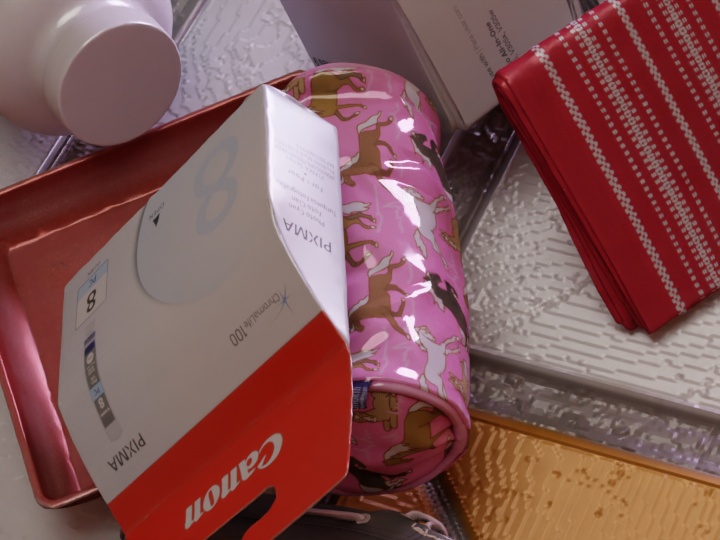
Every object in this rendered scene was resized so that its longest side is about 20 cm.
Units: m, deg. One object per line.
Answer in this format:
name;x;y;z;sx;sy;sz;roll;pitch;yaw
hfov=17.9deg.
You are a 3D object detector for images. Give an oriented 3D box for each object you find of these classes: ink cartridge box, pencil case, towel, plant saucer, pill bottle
ink cartridge box;0.072;-0.167;1.152;0.200;0.084;0.146;-39;26;-16
pencil case;0.000;0.000;1.032;0.083;0.086;0.201;-31;44;31
towel;0.172;-0.080;1.074;0.199;0.145;0.022;-33;11;-12
plant saucer;-0.082;0.012;1.116;0.199;0.037;0.200;-23;51;-2
ink cartridge box;-0.071;0.042;0.972;0.160;0.047;0.201;-41;34;33
pill bottle;-0.170;-0.143;1.200;0.111;0.111;0.200;-34;47;-13

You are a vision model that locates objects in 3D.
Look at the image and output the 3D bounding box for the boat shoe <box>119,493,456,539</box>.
boat shoe;-0.013;0.119;0.997;0.199;0.067;0.057;3;58;21
